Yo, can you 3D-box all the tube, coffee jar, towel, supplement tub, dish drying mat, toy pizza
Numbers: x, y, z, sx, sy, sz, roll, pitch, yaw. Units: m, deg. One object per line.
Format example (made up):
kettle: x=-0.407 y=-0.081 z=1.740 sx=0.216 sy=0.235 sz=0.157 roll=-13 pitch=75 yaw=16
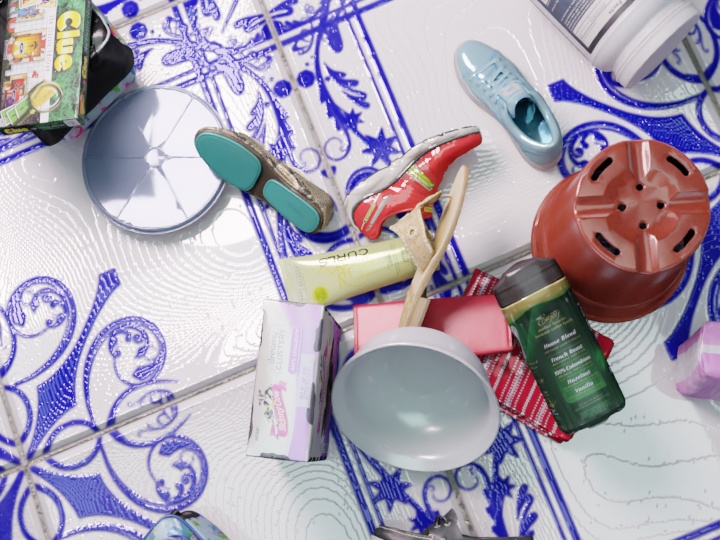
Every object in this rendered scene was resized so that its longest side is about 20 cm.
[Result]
tube: x=0.000 y=0.000 z=1.220 sx=0.197 sy=0.052 sz=0.058 roll=-14 pitch=41 yaw=4
coffee jar: x=0.226 y=0.081 z=1.126 sx=0.085 sy=0.104 sz=0.202 roll=-27 pitch=87 yaw=6
towel: x=0.198 y=0.104 z=1.200 sx=0.198 sy=0.022 sz=0.146 roll=28 pitch=82 yaw=8
supplement tub: x=0.307 y=-0.342 z=1.212 sx=0.140 sy=0.140 sz=0.200 roll=-41 pitch=80 yaw=-4
dish drying mat: x=0.088 y=0.072 z=1.200 sx=0.197 sy=0.018 sz=0.078 roll=-5 pitch=71 yaw=13
toy pizza: x=-0.265 y=-0.143 z=1.272 sx=0.197 sy=0.032 sz=0.203 roll=-1 pitch=78 yaw=3

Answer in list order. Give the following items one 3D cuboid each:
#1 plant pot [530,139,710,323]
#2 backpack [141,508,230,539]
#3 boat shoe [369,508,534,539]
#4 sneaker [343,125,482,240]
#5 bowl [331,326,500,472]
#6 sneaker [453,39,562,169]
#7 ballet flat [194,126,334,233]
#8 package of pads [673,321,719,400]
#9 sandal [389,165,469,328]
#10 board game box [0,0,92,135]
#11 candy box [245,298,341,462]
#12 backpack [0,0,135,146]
plant pot: x=0.307 y=-0.052 z=1.132 sx=0.197 sy=0.195 sz=0.204 roll=-1 pitch=79 yaw=4
backpack: x=-0.196 y=0.401 z=1.111 sx=0.199 sy=0.147 sz=0.184 roll=39 pitch=87 yaw=7
boat shoe: x=0.112 y=0.315 z=1.142 sx=0.196 sy=0.075 sz=0.067 roll=13 pitch=79 yaw=6
sneaker: x=0.075 y=-0.109 z=1.230 sx=0.199 sy=0.077 sz=0.085 roll=-34 pitch=90 yaw=4
bowl: x=0.069 y=0.135 z=1.146 sx=0.198 sy=0.203 sz=0.091 roll=9 pitch=38 yaw=6
sneaker: x=0.191 y=-0.223 z=1.228 sx=0.074 sy=0.082 sz=0.201 roll=-39 pitch=80 yaw=-4
ballet flat: x=-0.118 y=-0.123 z=1.238 sx=0.199 sy=0.076 sz=0.068 roll=35 pitch=126 yaw=-3
package of pads: x=0.476 y=0.113 z=1.129 sx=0.197 sy=0.121 sz=0.077 roll=5 pitch=75 yaw=5
sandal: x=0.064 y=-0.029 z=1.151 sx=0.069 sy=0.078 sz=0.214 roll=16 pitch=103 yaw=-6
board game box: x=-0.370 y=-0.259 z=1.146 sx=0.103 sy=0.023 sz=0.203 roll=-5 pitch=71 yaw=7
candy box: x=-0.073 y=0.133 z=1.123 sx=0.070 sy=0.200 sz=0.170 roll=6 pitch=81 yaw=5
backpack: x=-0.400 y=-0.278 z=1.243 sx=0.178 sy=0.151 sz=0.200 roll=-46 pitch=73 yaw=-3
